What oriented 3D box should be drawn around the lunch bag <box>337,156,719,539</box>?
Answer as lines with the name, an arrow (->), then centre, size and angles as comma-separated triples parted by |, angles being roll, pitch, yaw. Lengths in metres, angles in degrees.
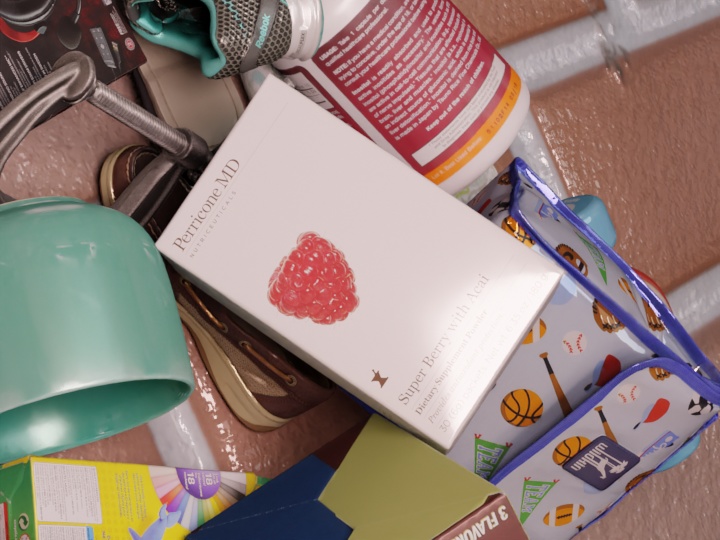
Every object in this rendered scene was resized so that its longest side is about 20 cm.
lunch bag -> 0.109, 0.065, 1.483 | 0.200, 0.170, 0.124 | 44, 19, -12

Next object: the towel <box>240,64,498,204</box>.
towel -> 0.012, -0.084, 1.626 | 0.199, 0.048, 0.172 | -23, 87, -50

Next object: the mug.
mug -> -0.177, 0.033, 1.293 | 0.151, 0.185, 0.115 | -13, 77, -17

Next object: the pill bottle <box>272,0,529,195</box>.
pill bottle -> 0.008, -0.146, 1.530 | 0.200, 0.113, 0.113 | 45, 44, -21

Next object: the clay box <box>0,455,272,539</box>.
clay box -> -0.119, 0.171, 1.352 | 0.199, 0.047, 0.116 | 11, 67, -47

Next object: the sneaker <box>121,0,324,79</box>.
sneaker -> -0.117, -0.182, 1.425 | 0.199, 0.078, 0.091 | 35, 45, 24

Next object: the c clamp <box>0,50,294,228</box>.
c clamp -> -0.144, -0.070, 1.348 | 0.027, 0.171, 0.200 | 46, 13, 28

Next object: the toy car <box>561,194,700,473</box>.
toy car -> 0.129, 0.040, 1.644 | 0.200, 0.176, 0.185 | -79, 145, -72

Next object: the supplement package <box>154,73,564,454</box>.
supplement package -> 0.000, 0.000, 1.353 | 0.199, 0.120, 0.122 | 34, 86, 5

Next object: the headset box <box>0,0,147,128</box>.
headset box -> -0.235, -0.138, 1.351 | 0.200, 0.075, 0.149 | -36, 101, -50

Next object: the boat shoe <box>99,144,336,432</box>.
boat shoe -> -0.082, 0.003, 1.455 | 0.201, 0.072, 0.072 | 59, 40, -7

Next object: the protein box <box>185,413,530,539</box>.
protein box -> 0.030, 0.214, 1.289 | 0.134, 0.198, 0.201 | -32, 108, -12

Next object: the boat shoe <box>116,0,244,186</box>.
boat shoe -> -0.125, -0.144, 1.502 | 0.072, 0.063, 0.201 | -12, 65, -17
